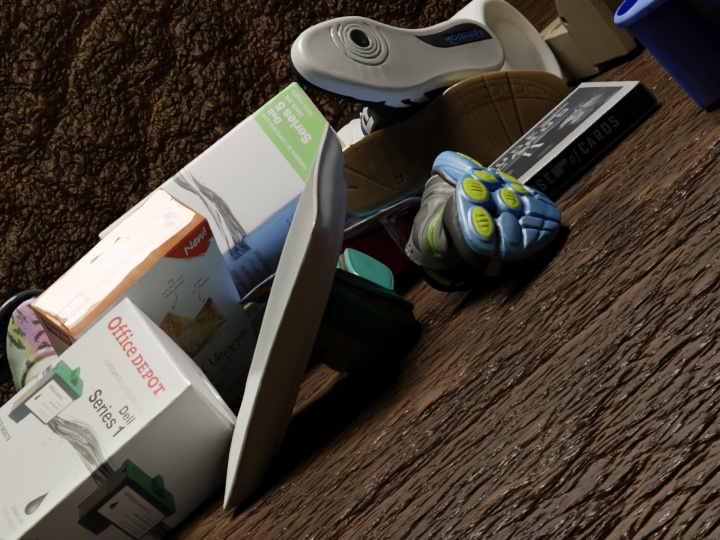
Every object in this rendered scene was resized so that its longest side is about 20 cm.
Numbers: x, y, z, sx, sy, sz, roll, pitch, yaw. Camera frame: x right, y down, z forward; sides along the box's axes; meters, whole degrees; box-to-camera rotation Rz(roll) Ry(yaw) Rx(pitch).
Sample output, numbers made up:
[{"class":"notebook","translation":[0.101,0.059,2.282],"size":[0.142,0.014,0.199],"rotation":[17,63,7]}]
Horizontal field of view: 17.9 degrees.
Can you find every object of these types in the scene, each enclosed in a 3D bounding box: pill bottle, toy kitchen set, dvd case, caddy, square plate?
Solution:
[{"class":"pill bottle","translation":[0.064,-0.127,1.908],"size":[0.200,0.115,0.114],"rotation":[-38,7,28]},{"class":"toy kitchen set","translation":[0.192,-0.282,1.897],"size":[0.163,0.181,0.200],"rotation":[-41,8,-14]},{"class":"dvd case","translation":[0.126,-0.076,1.600],"size":[0.150,0.025,0.200],"rotation":[-42,7,-1]},{"class":"caddy","translation":[0.233,-0.193,1.366],"size":[0.141,0.105,0.200],"rotation":[-36,9,48]},{"class":"square plate","translation":[-0.043,0.028,1.452],"size":[0.200,0.028,0.200],"rotation":[-86,14,-68]}]

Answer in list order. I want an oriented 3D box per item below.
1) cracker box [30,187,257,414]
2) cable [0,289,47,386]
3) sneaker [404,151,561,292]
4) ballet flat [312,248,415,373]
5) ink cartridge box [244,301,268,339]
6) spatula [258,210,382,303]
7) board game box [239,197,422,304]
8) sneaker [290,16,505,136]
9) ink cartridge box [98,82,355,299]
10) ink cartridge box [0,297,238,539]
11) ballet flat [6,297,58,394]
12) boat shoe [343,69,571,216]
[{"class":"cracker box","translation":[-0.151,0.054,1.701],"size":[0.134,0.058,0.201],"rotation":[-43,-38,-19]},{"class":"cable","translation":[-0.240,0.113,1.811],"size":[0.162,0.202,0.051],"rotation":[-6,27,-23]},{"class":"sneaker","translation":[0.072,-0.020,1.413],"size":[0.200,0.070,0.083],"rotation":[-126,58,-78]},{"class":"ballet flat","translation":[-0.003,0.033,1.523],"size":[0.200,0.067,0.071],"rotation":[-107,42,-83]},{"class":"ink cartridge box","translation":[-0.084,0.047,1.930],"size":[0.145,0.048,0.200],"rotation":[-36,10,39]},{"class":"spatula","translation":[-0.003,-0.035,1.796],"size":[0.199,0.021,0.057],"rotation":[-34,3,-7]},{"class":"board game box","translation":[0.000,0.000,1.733],"size":[0.157,0.039,0.200],"rotation":[-31,-8,16]},{"class":"sneaker","translation":[0.012,-0.134,1.756],"size":[0.199,0.073,0.112],"rotation":[-6,-30,-39]},{"class":"ink cartridge box","translation":[-0.097,-0.041,1.827],"size":[0.199,0.084,0.146],"rotation":[-37,-15,-3]},{"class":"ink cartridge box","translation":[-0.187,0.133,1.555],"size":[0.200,0.084,0.146],"rotation":[-42,35,-3]},{"class":"ballet flat","translation":[-0.227,0.121,1.756],"size":[0.068,0.202,0.071],"rotation":[-10,24,-3]},{"class":"boat shoe","translation":[0.069,-0.097,1.746],"size":[0.198,0.074,0.063],"rotation":[-19,-9,2]}]
